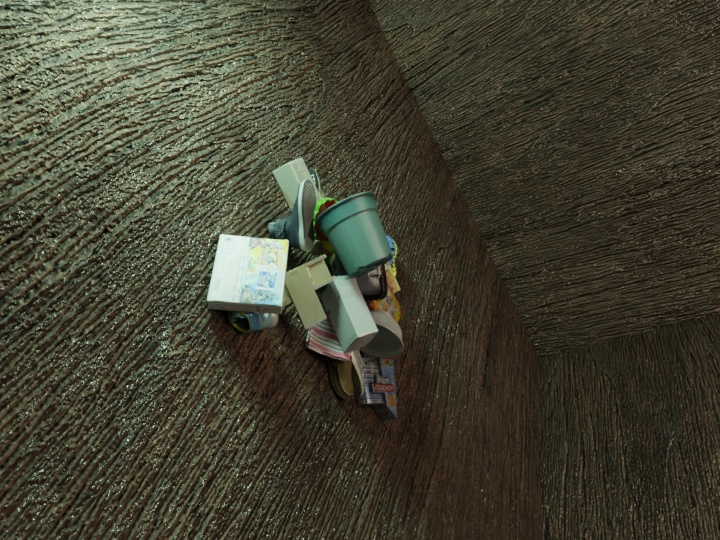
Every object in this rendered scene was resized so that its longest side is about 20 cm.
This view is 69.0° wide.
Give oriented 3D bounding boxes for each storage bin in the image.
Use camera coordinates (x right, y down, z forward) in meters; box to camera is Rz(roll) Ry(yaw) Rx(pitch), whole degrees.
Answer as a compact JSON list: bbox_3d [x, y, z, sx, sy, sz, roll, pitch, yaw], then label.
[{"bbox_3d":[0.000,0.000,1.703,0.133,0.144,0.205,-5,86,-48],"label":"storage bin"}]

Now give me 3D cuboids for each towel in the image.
[{"bbox_3d":[-0.083,0.170,1.605,0.144,0.030,0.203,20,51,-13],"label":"towel"}]

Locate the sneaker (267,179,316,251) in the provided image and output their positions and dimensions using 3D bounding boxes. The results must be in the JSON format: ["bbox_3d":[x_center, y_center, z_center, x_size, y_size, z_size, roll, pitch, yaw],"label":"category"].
[{"bbox_3d":[-0.206,-0.166,1.545,0.076,0.144,0.207,-13,109,-58],"label":"sneaker"}]

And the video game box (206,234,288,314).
[{"bbox_3d":[-0.276,0.007,1.312,0.047,0.178,0.204,99,-7,-55],"label":"video game box"}]

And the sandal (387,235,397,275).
[{"bbox_3d":[0.100,-0.060,2.120,0.087,0.078,0.204,32,44,-44],"label":"sandal"}]

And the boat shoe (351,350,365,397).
[{"bbox_3d":[-0.017,0.298,1.677,0.071,0.070,0.205,-5,74,-45],"label":"boat shoe"}]

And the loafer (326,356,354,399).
[{"bbox_3d":[-0.059,0.296,1.613,0.076,0.067,0.204,-10,80,-59],"label":"loafer"}]

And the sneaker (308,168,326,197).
[{"bbox_3d":[-0.149,-0.251,1.814,0.081,0.072,0.205,-13,90,-71],"label":"sneaker"}]

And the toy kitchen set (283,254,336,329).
[{"bbox_3d":[-0.176,0.080,1.539,0.197,0.180,0.166,-26,92,-22],"label":"toy kitchen set"}]

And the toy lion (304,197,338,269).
[{"bbox_3d":[-0.107,-0.128,1.692,0.199,0.068,0.195,36,74,-55],"label":"toy lion"}]

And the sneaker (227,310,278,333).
[{"bbox_3d":[-0.295,0.064,1.333,0.130,0.079,0.203,-18,80,-55],"label":"sneaker"}]

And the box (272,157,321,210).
[{"bbox_3d":[-0.194,-0.254,1.710,0.203,0.077,0.095,65,29,-10],"label":"box"}]

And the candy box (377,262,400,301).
[{"bbox_3d":[0.064,-0.002,1.887,0.115,0.055,0.203,-19,85,-62],"label":"candy box"}]

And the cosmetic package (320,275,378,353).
[{"bbox_3d":[-0.036,0.129,1.571,0.080,0.113,0.203,-8,60,-33],"label":"cosmetic package"}]

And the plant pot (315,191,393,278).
[{"bbox_3d":[-0.007,-0.097,1.557,0.199,0.198,0.199,-9,72,-61],"label":"plant pot"}]

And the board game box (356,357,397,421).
[{"bbox_3d":[0.059,0.399,1.766,0.199,0.061,0.204,21,54,-55],"label":"board game box"}]

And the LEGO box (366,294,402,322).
[{"bbox_3d":[0.070,0.150,1.926,0.151,0.076,0.200,62,29,-13],"label":"LEGO box"}]

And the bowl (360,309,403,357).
[{"bbox_3d":[0.056,0.195,1.732,0.202,0.198,0.092,49,44,-33],"label":"bowl"}]
